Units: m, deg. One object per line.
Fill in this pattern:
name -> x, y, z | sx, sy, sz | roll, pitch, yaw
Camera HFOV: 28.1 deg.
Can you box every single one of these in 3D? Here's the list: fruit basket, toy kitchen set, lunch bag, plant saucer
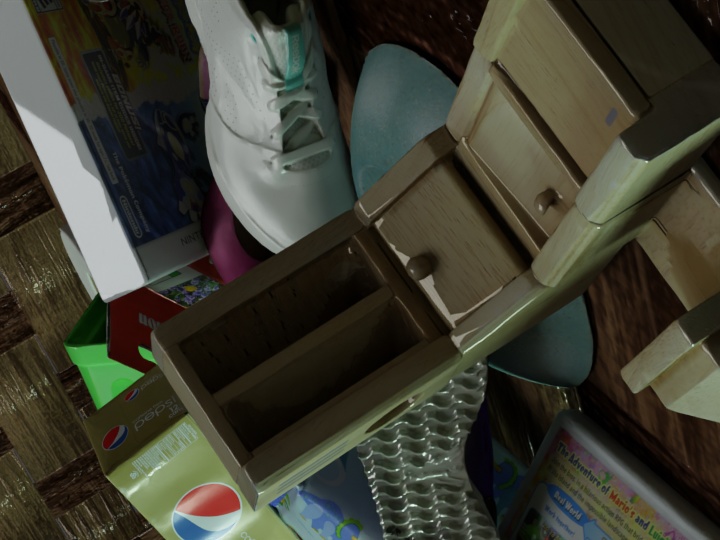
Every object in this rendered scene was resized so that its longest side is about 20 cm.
fruit basket -> -0.144, 0.013, 1.152 | 0.216, 0.155, 0.216 | -5, -90, -87
toy kitchen set -> 0.043, 0.023, 0.514 | 0.163, 0.180, 0.200 | 55, 164, 12
lunch bag -> 0.033, 0.158, 0.888 | 0.170, 0.127, 0.200 | 40, 156, 5
plant saucer -> 0.042, -0.017, 0.733 | 0.201, 0.039, 0.201 | 55, 166, 20

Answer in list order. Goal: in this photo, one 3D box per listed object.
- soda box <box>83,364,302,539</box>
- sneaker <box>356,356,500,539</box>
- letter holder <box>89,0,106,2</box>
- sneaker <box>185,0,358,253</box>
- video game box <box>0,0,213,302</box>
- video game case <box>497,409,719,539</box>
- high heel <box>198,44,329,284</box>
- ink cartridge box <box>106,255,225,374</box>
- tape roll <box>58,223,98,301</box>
soda box -> -0.091, 0.155, 0.928 | 0.200, 0.064, 0.068 | 56, 176, -34
sneaker -> 0.030, 0.065, 0.725 | 0.100, 0.069, 0.201 | -89, -7, -59
letter holder -> -0.167, -0.195, 0.749 | 0.101, 0.142, 0.200 | 56, -179, -3
sneaker -> -0.044, -0.100, 0.757 | 0.088, 0.075, 0.200 | -17, 92, 68
video game box -> -0.142, -0.098, 0.942 | 0.200, 0.047, 0.182 | 66, -153, -5
video game case -> 0.118, 0.193, 0.684 | 0.024, 0.182, 0.200 | 15, -164, -36
high heel -> -0.050, -0.046, 0.883 | 0.096, 0.067, 0.200 | 26, 137, 41
ink cartridge box -> -0.124, -0.020, 1.016 | 0.109, 0.050, 0.200 | 31, -134, -48
tape roll -> -0.174, 0.016, 1.365 | 0.203, 0.139, 0.203 | 55, 166, 21
